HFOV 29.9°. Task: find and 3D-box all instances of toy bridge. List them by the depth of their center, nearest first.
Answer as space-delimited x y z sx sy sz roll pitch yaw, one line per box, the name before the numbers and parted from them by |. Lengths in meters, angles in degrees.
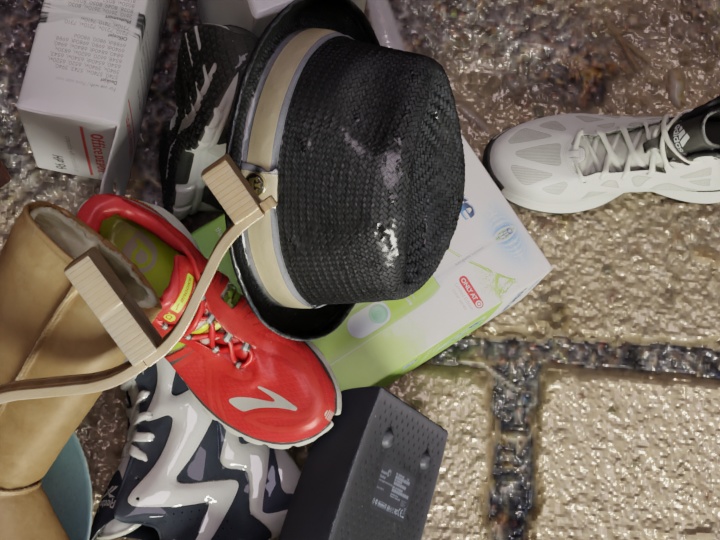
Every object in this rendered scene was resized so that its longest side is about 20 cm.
toy bridge | -0.126 0.020 0.701 0.200 0.027 0.067 -34 100 5

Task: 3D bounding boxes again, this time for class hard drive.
hard drive | -0.008 0.178 0.831 0.042 0.135 0.201 11 76 27

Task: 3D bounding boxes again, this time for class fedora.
fedora | 0.004 -0.055 0.766 0.091 0.201 0.201 8 72 28

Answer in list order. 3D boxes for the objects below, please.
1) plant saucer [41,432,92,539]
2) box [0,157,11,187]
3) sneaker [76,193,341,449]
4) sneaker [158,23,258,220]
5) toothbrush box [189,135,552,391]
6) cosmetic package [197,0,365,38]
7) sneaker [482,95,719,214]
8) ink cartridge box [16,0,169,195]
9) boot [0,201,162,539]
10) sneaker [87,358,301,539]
plant saucer | -0.263 0.154 0.842 0.200 0.039 0.202 0 74 1
box | -0.352 -0.079 0.832 0.200 0.166 0.164 -41 84 -15
sneaker | -0.098 0.031 0.793 0.200 0.085 0.077 41 87 10
sneaker | -0.079 -0.095 0.857 0.080 0.200 0.074 -2 71 -16
toothbrush box | 0.000 0.000 0.897 0.200 0.086 0.146 -31 82 -15
cosmetic package | -0.055 -0.180 0.876 0.081 0.200 0.113 -22 80 -11
sneaker | 0.189 -0.091 0.926 0.200 0.115 0.076 -2 76 -7
ink cartridge box | -0.176 -0.134 0.893 0.068 0.116 0.201 11 74 -3
boot | -0.170 0.092 0.756 0.175 0.066 0.200 37 107 8
sneaker | -0.138 0.109 0.854 0.129 0.079 0.199 -37 93 -23
